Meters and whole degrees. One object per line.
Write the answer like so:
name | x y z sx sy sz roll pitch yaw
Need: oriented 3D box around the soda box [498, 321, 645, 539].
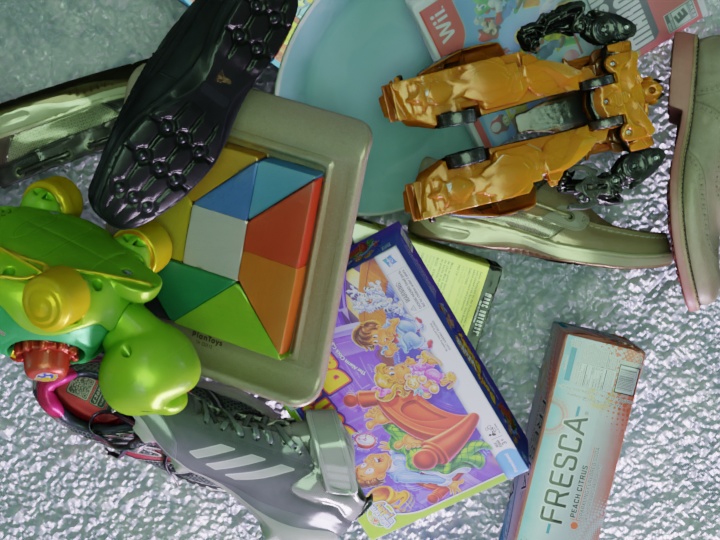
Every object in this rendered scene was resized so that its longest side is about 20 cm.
soda box | 0.153 0.143 1.308 0.063 0.068 0.202 14 95 -4

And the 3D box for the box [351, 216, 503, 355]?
box | 0.000 0.000 1.296 0.198 0.050 0.076 17 96 -5

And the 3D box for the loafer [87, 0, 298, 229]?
loafer | -0.115 -0.117 1.168 0.068 0.070 0.201 37 85 -32

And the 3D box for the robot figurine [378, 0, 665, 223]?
robot figurine | 0.119 -0.106 1.236 0.198 0.058 0.146 -14 94 -16

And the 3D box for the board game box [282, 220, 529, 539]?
board game box | 0.017 0.083 1.270 0.134 0.045 0.201 -26 110 15

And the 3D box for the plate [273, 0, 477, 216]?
plate | 0.020 -0.136 1.257 0.199 0.026 0.202 -16 121 -28

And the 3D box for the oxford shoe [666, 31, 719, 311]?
oxford shoe | 0.256 -0.071 1.258 0.074 0.070 0.202 1 89 10

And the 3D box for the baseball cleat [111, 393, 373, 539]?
baseball cleat | -0.074 0.116 1.236 0.106 0.070 0.200 -43 116 11

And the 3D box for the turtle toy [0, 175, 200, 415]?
turtle toy | -0.191 0.023 1.166 0.199 0.146 0.102 27 117 16

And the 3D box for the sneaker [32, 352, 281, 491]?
sneaker | -0.146 0.116 1.289 0.198 0.075 0.081 17 95 -5

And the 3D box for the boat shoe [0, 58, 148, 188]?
boat shoe | -0.177 -0.109 1.270 0.199 0.072 0.067 -14 108 -2

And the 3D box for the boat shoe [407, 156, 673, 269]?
boat shoe | 0.136 -0.041 1.287 0.198 0.072 0.066 10 90 -5

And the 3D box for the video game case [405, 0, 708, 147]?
video game case | 0.144 -0.189 1.259 0.199 0.017 0.143 -32 128 -1

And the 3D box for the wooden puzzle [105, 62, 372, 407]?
wooden puzzle | -0.096 -0.025 1.207 0.184 0.037 0.202 17 104 19

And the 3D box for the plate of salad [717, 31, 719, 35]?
plate of salad | 0.343 -0.114 1.300 0.198 0.048 0.202 0 96 -3

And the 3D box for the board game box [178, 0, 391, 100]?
board game box | -0.052 -0.258 1.263 0.199 0.056 0.197 33 93 -6
